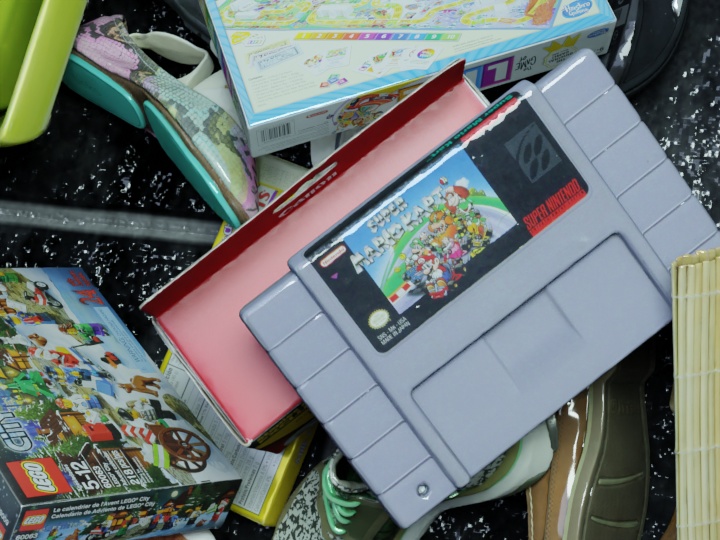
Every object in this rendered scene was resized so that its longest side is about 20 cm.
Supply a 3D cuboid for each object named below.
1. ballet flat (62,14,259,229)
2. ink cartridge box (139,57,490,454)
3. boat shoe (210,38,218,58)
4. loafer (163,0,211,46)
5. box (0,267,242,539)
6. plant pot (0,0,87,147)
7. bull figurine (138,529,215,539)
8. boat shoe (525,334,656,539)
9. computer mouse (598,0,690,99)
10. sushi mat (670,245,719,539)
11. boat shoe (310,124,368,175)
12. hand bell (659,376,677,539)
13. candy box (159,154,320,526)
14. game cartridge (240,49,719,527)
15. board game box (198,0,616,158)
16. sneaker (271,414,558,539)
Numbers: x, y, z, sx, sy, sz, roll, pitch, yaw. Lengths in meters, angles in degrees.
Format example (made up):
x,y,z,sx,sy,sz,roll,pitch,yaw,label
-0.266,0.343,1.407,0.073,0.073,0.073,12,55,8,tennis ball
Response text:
x,y,z,sx,sy,sz,roll,pitch,yaw,label
-0.110,-0.103,0.915,0.071,0.069,0.200,-40,55,-16,ballet flat
0.000,0.000,0.778,0.200,0.176,0.084,-39,81,-2,ink cartridge box
-0.015,-0.184,0.873,0.069,0.071,0.200,30,61,11,boat shoe
-0.083,-0.177,0.928,0.200,0.068,0.070,42,100,25,loafer
-0.173,0.070,0.839,0.200,0.136,0.038,46,122,37,box
-0.272,-0.175,0.912,0.200,0.181,0.200,3,74,56,plant pot
-0.149,0.161,0.868,0.200,0.065,0.122,42,102,28,bull figurine
0.111,0.088,0.803,0.068,0.072,0.201,3,78,35,boat shoe
0.173,-0.178,0.819,0.046,0.140,0.201,18,77,-17,computer mouse
0.191,0.073,0.719,0.095,0.201,0.012,-15,27,-16,sushi mat
0.042,-0.133,0.872,0.065,0.074,0.201,28,88,25,boat shoe
0.173,0.109,0.773,0.104,0.104,0.201,18,95,22,hand bell
-0.056,0.038,0.890,0.102,0.026,0.201,21,84,25,candy box
0.059,0.006,0.696,0.200,0.038,0.130,-38,102,-3,game cartridge
0.017,-0.151,0.805,0.199,0.034,0.135,-17,68,-7,board game box
0.005,0.105,0.797,0.200,0.088,0.077,-39,56,36,sneaker
